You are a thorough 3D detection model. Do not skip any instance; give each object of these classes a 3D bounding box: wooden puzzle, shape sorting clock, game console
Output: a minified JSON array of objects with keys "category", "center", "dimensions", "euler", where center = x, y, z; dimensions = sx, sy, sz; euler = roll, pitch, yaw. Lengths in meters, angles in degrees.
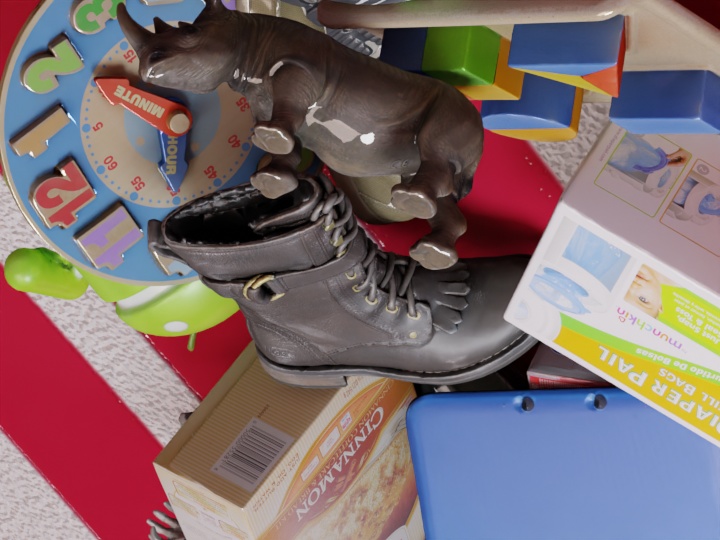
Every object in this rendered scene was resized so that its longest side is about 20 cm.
[{"category":"wooden puzzle","center":[0.103,-0.100,1.492],"dimensions":[0.185,0.046,0.200],"euler":[1,171,36]},{"category":"shape sorting clock","center":[-0.105,-0.087,1.652],"dimensions":[0.200,0.200,0.039],"euler":[59,173,-28]},{"category":"game console","center":[0.144,0.144,1.722],"dimensions":[0.199,0.119,0.171],"euler":[-2,163,29]}]

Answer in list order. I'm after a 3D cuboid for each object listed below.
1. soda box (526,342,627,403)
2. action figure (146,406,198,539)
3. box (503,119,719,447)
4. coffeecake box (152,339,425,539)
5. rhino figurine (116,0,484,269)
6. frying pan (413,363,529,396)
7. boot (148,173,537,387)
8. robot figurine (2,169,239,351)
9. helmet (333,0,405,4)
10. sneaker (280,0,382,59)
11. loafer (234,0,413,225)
[{"category":"soda box","center":[0.148,0.110,1.752],"dimensions":[0.063,0.070,0.200],"euler":[10,136,21]},{"category":"action figure","center":[-0.083,0.143,1.922],"dimensions":[0.102,0.119,0.200],"euler":[6,132,32]},{"category":"box","center":[0.195,0.014,1.591],"dimensions":[0.200,0.101,0.113],"euler":[30,142,7]},{"category":"coffeecake box","center":[-0.031,0.130,1.811],"dimensions":[0.073,0.154,0.200],"euler":[25,152,29]},{"category":"rhino figurine","center":[-0.029,-0.082,1.441],"dimensions":[0.199,0.088,0.060],"euler":[26,143,-6]},{"category":"frying pan","center":[0.046,0.076,1.827],"dimensions":[0.115,0.031,0.190],"euler":[53,153,-18]},{"category":"boot","center":[0.000,0.000,1.646],"dimensions":[0.199,0.069,0.174],"euler":[-12,150,11]},{"category":"robot figurine","center":[-0.131,-0.046,1.761],"dimensions":[0.175,0.116,0.200],"euler":[-34,108,17]},{"category":"helmet","center":[0.008,-0.220,1.412],"dimensions":[0.199,0.191,0.200],"euler":[21,140,19]},{"category":"sneaker","center":[0.006,-0.164,1.571],"dimensions":[0.077,0.080,0.200],"euler":[-25,133,33]},{"category":"loafer","center":[-0.001,-0.106,1.641],"dimensions":[0.067,0.076,0.200],"euler":[0,140,36]}]
